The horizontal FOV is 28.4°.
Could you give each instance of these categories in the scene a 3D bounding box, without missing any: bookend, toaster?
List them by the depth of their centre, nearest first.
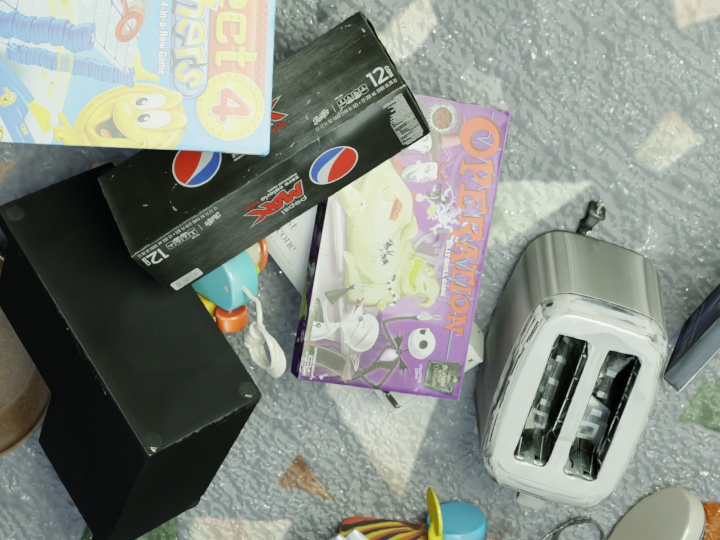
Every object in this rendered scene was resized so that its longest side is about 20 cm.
[{"bbox_3d":[0.147,0.065,0.981,0.112,0.129,0.202,17,113,-3],"label":"toaster"},{"bbox_3d":[-0.181,0.070,1.009,0.200,0.092,0.200,55,147,16],"label":"bookend"}]

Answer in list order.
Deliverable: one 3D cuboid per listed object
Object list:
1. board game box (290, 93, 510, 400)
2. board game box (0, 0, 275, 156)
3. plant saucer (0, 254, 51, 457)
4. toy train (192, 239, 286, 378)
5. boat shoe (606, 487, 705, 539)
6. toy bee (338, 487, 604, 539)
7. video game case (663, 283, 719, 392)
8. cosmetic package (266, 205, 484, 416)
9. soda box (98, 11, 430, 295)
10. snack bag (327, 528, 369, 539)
[{"bbox_3d":[0.027,-0.019,0.964,0.119,0.032,0.203,8,95,-19],"label":"board game box"},{"bbox_3d":[-0.145,-0.169,0.801,0.193,0.056,0.203,1,96,-11],"label":"board game box"},{"bbox_3d":[-0.319,0.053,1.073,0.198,0.037,0.203,2,112,5],"label":"plant saucer"},{"bbox_3d":[-0.100,0.034,1.007,0.200,0.055,0.151,-30,87,57],"label":"toy train"},{"bbox_3d":[0.225,0.260,1.095,0.092,0.075,0.201,21,111,-25],"label":"boat shoe"},{"bbox_3d":[0.077,0.221,1.064,0.198,0.109,0.132,-21,109,15],"label":"toy bee"},{"bbox_3d":[0.276,-0.016,0.928,0.019,0.143,0.201,40,111,6],"label":"video game case"},{"bbox_3d":[0.000,0.000,1.010,0.082,0.051,0.201,-34,105,16],"label":"cosmetic package"},{"bbox_3d":[-0.060,-0.072,0.892,0.199,0.071,0.063,-31,149,4],"label":"soda box"},{"bbox_3d":[0.020,0.276,1.082,0.188,0.021,0.200,38,147,-5],"label":"snack bag"}]
